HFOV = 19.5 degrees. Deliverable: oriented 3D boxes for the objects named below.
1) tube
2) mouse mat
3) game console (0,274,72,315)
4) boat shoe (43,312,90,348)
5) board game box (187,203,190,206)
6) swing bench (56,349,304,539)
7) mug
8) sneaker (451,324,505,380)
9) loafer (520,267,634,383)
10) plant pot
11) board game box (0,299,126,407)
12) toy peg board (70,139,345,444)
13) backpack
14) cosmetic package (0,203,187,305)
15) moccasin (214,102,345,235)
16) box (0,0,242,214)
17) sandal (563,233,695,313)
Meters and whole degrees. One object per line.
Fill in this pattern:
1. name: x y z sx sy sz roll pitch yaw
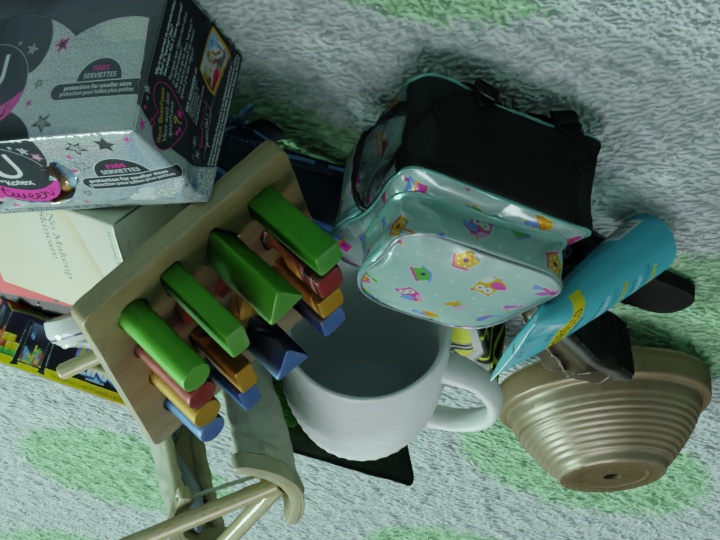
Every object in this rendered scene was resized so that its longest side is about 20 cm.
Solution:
1. tube: 0.173 0.018 1.624 0.050 0.200 0.078 42 137 15
2. mouse mat: -0.032 0.111 1.932 0.199 0.162 0.008 20 135 -39
3. game console: -0.316 -0.026 1.965 0.198 0.119 0.173 11 125 2
4. boat shoe: -0.197 0.060 1.904 0.199 0.066 0.073 -7 176 -41
5. board game box: -0.120 -0.007 1.805 0.134 0.035 0.200 -14 148 11
6. swing bench: -0.139 0.134 1.792 0.200 0.200 0.129 -34 143 30
7. mug: 0.027 0.093 1.817 0.198 0.148 0.176 15 151 7
8. sneaker: 0.085 0.053 1.873 0.076 0.076 0.200 6 154 10
9. loafer: 0.168 0.058 1.735 0.071 0.074 0.200 -15 154 20
10. plant pot: 0.228 0.146 1.930 0.199 0.093 0.201 -4 158 -2
11. board game box: -0.264 0.078 2.033 0.199 0.057 0.165 21 -175 -19
12. toy peg board: -0.090 0.043 1.596 0.098 0.200 0.200 41 164 31
13. backpack: 0.070 -0.042 1.591 0.175 0.155 0.200 16 164 -19
14. cosmetic package: -0.217 -0.030 1.668 0.199 0.073 0.104 16 132 45
15. moccasin: -0.088 -0.089 1.666 0.199 0.069 0.080 26 167 -38
16. box: -0.210 -0.125 1.560 0.199 0.133 0.115 -3 153 29
17. sandal: 0.192 0.005 1.755 0.199 0.045 0.075 21 154 -18
